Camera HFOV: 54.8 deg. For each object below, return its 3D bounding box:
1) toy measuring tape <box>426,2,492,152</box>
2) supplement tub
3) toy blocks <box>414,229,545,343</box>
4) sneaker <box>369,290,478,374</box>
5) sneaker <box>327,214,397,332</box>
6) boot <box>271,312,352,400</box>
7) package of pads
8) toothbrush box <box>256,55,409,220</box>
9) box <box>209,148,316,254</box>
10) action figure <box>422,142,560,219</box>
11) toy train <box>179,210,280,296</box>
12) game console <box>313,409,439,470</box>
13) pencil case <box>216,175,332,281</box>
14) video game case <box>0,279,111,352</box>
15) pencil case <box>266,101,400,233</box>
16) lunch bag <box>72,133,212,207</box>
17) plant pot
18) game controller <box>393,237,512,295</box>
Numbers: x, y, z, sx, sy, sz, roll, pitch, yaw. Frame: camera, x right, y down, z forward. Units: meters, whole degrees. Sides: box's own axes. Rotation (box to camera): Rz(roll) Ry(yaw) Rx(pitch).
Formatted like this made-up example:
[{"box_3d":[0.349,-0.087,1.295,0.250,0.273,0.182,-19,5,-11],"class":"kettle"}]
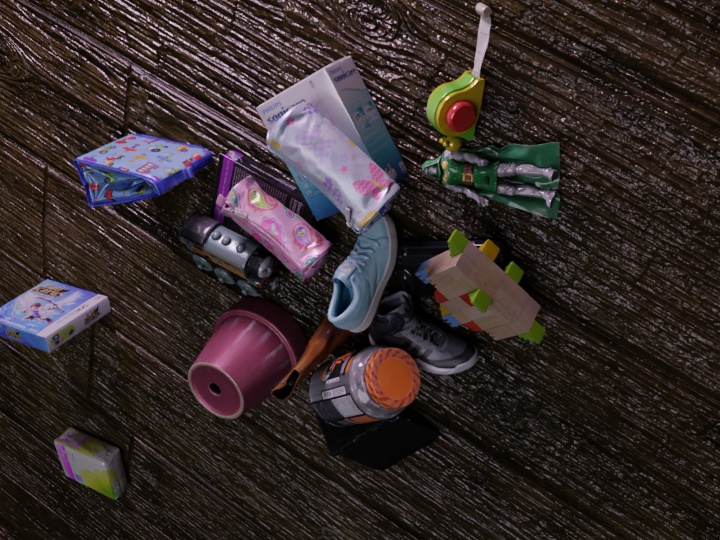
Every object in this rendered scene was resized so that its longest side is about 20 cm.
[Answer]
[{"box_3d":[0.128,-0.252,0.932,0.073,0.074,0.200,19,126,20],"class":"toy measuring tape"},{"box_3d":[0.007,0.195,1.173,0.123,0.123,0.200,53,145,-7],"class":"supplement tub"},{"box_3d":[0.166,0.039,1.044,0.200,0.100,0.137,41,150,-13],"class":"toy blocks"},{"box_3d":[0.096,0.100,1.148,0.200,0.076,0.114,13,139,28],"class":"sneaker"},{"box_3d":[0.000,0.000,1.103,0.074,0.082,0.201,13,89,38],"class":"sneaker"},{"box_3d":[-0.064,0.113,1.182,0.068,0.200,0.188,46,130,2],"class":"boot"},{"box_3d":[-0.745,0.531,1.924,0.200,0.068,0.155,15,125,22],"class":"package of pads"},{"box_3d":[-0.042,-0.198,1.059,0.146,0.085,0.200,-19,107,37],"class":"toothbrush box"},{"box_3d":[-0.170,-0.108,1.222,0.200,0.036,0.143,31,130,13],"class":"box"},{"box_3d":[0.180,-0.135,0.990,0.200,0.055,0.118,13,126,29],"class":"action figure"},{"box_3d":[-0.237,-0.029,1.255,0.200,0.085,0.114,28,157,17],"class":"toy train"},{"box_3d":[0.025,0.289,1.354,0.200,0.116,0.176,-43,61,39],"class":"game console"},{"box_3d":[-0.142,-0.070,1.152,0.200,0.087,0.087,40,130,2],"class":"pencil case"},{"box_3d":[-0.704,0.097,1.566,0.200,0.181,0.046,12,122,24],"class":"video game case"},{"box_3d":[-0.037,-0.144,0.978,0.200,0.083,0.091,44,94,1],"class":"pencil case"},{"box_3d":[-0.369,-0.179,1.222,0.200,0.151,0.094,5,120,29],"class":"lunch bag"},{"box_3d":[-0.225,0.181,1.334,0.200,0.179,0.200,14,124,22],"class":"plant pot"},{"box_3d":[0.145,-0.003,1.103,0.200,0.042,0.104,1,132,31],"class":"game controller"}]
